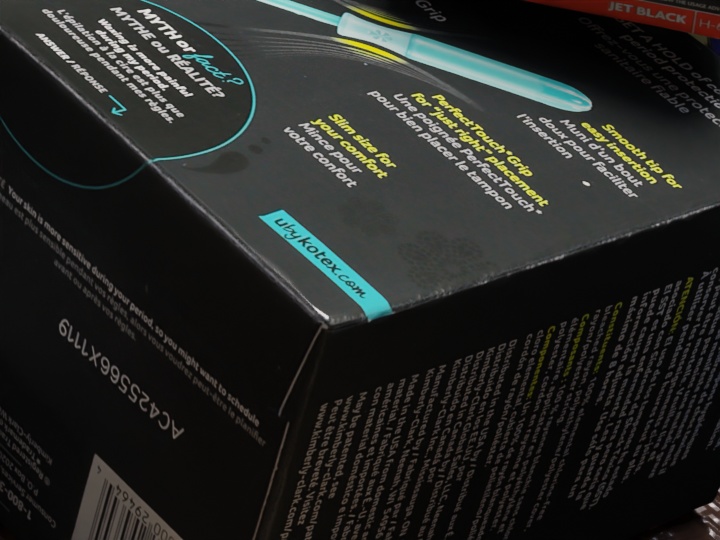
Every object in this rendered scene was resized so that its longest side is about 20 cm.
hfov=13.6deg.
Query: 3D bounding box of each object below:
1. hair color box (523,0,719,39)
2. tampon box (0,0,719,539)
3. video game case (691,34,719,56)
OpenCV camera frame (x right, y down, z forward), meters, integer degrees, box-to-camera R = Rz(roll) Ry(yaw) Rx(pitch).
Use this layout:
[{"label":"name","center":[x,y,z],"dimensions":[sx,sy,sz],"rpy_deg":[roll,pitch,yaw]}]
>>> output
[{"label":"hair color box","center":[0.077,-0.165,0.825],"dimensions":[0.101,0.061,0.201],"rpy_deg":[12,58,8]},{"label":"tampon box","center":[0.000,0.000,0.801],"dimensions":[0.199,0.127,0.150],"rpy_deg":[-17,46,-42]},{"label":"video game case","center":[0.096,-0.106,0.936],"dimensions":[0.181,0.201,0.036],"rpy_deg":[31,37,18]}]
